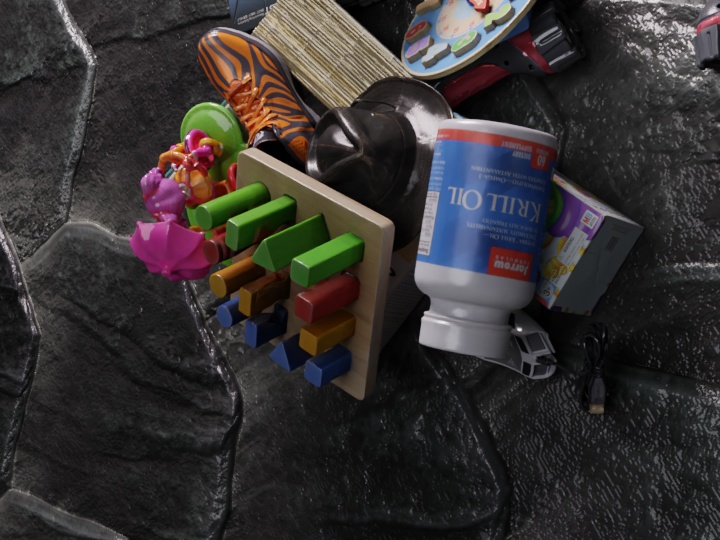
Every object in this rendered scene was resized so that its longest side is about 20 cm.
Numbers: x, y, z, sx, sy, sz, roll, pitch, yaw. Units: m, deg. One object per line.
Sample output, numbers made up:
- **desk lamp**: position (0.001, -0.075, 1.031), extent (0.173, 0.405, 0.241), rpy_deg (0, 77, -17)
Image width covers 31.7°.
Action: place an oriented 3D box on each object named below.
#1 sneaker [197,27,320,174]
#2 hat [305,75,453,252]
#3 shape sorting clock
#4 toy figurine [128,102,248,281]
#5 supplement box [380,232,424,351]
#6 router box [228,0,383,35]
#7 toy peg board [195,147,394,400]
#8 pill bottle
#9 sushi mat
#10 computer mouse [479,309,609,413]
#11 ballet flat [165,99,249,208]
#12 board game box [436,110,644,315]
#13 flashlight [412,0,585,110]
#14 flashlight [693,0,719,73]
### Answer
- **sneaker**: position (-0.107, -0.171, 1.362), extent (0.200, 0.112, 0.077), rpy_deg (45, 118, -10)
- **hat**: position (-0.001, -0.116, 1.256), extent (0.199, 0.080, 0.203), rpy_deg (-23, 58, 42)
- **shape sorting clock**: position (0.116, -0.273, 1.271), extent (0.199, 0.039, 0.201), rpy_deg (-31, 33, 23)
- **toy figurine**: position (-0.180, -0.070, 1.371), extent (0.149, 0.184, 0.202), rpy_deg (-18, 98, 29)
- **supplement box**: position (0.000, 0.000, 1.350), extent (0.126, 0.073, 0.201), rpy_deg (45, 108, 28)
- **router box**: position (-0.062, -0.356, 1.433), extent (0.198, 0.062, 0.152), rpy_deg (-15, 78, 30)
- **toy peg board**: position (-0.080, 0.015, 1.255), extent (0.199, 0.097, 0.201), rpy_deg (30, 127, 33)
- **pill bottle**: position (0.109, -0.028, 1.138), extent (0.111, 0.112, 0.203), rpy_deg (9, 92, 33)
- **sushi mat**: position (-0.021, -0.225, 1.380), extent (0.200, 0.012, 0.096), rpy_deg (43, 110, 6)
- **computer mouse**: position (0.163, 0.065, 1.242), extent (0.199, 0.110, 0.044), rpy_deg (24, 55, 37)
- **ballet flat**: position (-0.153, -0.146, 1.477), extent (0.200, 0.069, 0.070), rpy_deg (-47, 63, 24)
- **board game box**: position (0.155, -0.055, 1.239), extent (0.199, 0.104, 0.104), rpy_deg (38, 105, 30)
- **flashlight**: position (0.128, -0.195, 1.285), extent (0.199, 0.068, 0.068), rpy_deg (-30, 35, 27)
- **flashlight**: position (0.333, -0.288, 1.172), extent (0.067, 0.068, 0.203), rpy_deg (-9, 81, 26)
